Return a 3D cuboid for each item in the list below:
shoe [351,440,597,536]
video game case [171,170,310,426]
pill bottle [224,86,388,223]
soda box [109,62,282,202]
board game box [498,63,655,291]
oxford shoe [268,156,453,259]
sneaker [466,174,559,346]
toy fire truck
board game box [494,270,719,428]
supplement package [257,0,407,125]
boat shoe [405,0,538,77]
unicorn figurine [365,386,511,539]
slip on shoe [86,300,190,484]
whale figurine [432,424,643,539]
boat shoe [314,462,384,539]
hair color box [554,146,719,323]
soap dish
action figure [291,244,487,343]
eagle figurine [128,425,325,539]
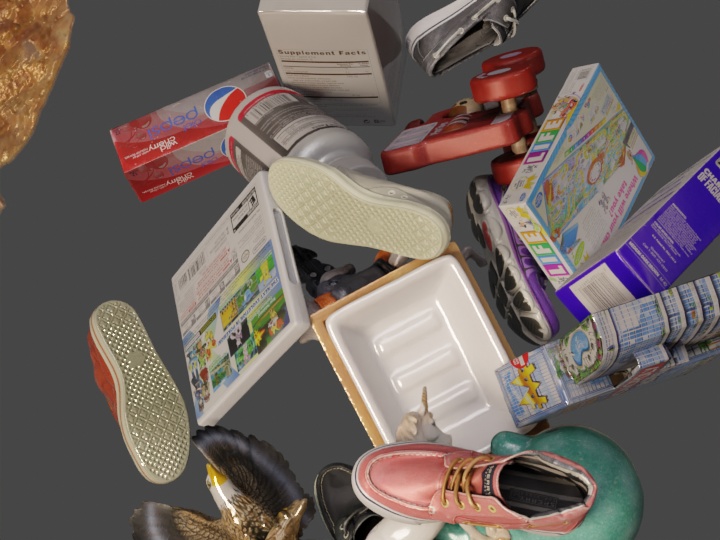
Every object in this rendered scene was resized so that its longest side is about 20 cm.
[{"bbox_3d":[0.092,0.173,1.113,0.199,0.091,0.072,9,70,2],"label":"shoe"},{"bbox_3d":[-0.125,0.030,1.364,0.022,0.200,0.183,10,51,-35],"label":"video game case"},{"bbox_3d":[-0.053,-0.110,1.424,0.111,0.111,0.200,-37,40,-10],"label":"pill bottle"},{"bbox_3d":[-0.175,-0.156,1.535,0.200,0.063,0.070,-24,58,-2],"label":"soda box"},{"bbox_3d":[0.221,-0.090,1.359,0.034,0.135,0.200,-5,44,44],"label":"board game box"},{"bbox_3d":[0.002,-0.062,1.294,0.200,0.075,0.058,19,34,23],"label":"oxford shoe"},{"bbox_3d":[0.170,-0.020,1.382,0.083,0.081,0.200,-10,62,-8],"label":"sneaker"},{"bbox_3d":[0.116,-0.153,1.422,0.168,0.112,0.200,-11,17,17],"label":"toy fire truck"},{"bbox_3d":[0.231,0.075,1.216,0.199,0.200,0.062,-18,77,-13],"label":"board game box"},{"bbox_3d":[-0.026,-0.264,1.486,0.119,0.200,0.122,2,60,13],"label":"supplement package"},{"bbox_3d":[0.149,-0.286,1.538,0.200,0.072,0.068,-30,57,-3],"label":"boat shoe"},{"bbox_3d":[0.059,0.213,1.182,0.137,0.074,0.200,37,73,3],"label":"unicorn figurine"},{"bbox_3d":[-0.229,0.128,1.390,0.074,0.061,0.200,-13,66,-33],"label":"slip on shoe"},{"bbox_3d":[0.155,0.221,1.219,0.200,0.104,0.159,-23,87,8],"label":"whale figurine"},{"bbox_3d":[0.016,0.250,1.262,0.074,0.066,0.200,-29,59,-5],"label":"boat shoe"},{"bbox_3d":[0.287,-0.029,1.302,0.065,0.109,0.200,48,57,0],"label":"hair color box"},{"bbox_3d":[0.064,0.096,1.292,0.157,0.081,0.200,-28,91,-4],"label":"soap dish"},{"bbox_3d":[0.000,0.000,1.391,0.193,0.105,0.200,-39,61,-22],"label":"action figure"},{"bbox_3d":[-0.114,0.234,1.275,0.151,0.200,0.151,-3,94,-28],"label":"eagle figurine"}]
